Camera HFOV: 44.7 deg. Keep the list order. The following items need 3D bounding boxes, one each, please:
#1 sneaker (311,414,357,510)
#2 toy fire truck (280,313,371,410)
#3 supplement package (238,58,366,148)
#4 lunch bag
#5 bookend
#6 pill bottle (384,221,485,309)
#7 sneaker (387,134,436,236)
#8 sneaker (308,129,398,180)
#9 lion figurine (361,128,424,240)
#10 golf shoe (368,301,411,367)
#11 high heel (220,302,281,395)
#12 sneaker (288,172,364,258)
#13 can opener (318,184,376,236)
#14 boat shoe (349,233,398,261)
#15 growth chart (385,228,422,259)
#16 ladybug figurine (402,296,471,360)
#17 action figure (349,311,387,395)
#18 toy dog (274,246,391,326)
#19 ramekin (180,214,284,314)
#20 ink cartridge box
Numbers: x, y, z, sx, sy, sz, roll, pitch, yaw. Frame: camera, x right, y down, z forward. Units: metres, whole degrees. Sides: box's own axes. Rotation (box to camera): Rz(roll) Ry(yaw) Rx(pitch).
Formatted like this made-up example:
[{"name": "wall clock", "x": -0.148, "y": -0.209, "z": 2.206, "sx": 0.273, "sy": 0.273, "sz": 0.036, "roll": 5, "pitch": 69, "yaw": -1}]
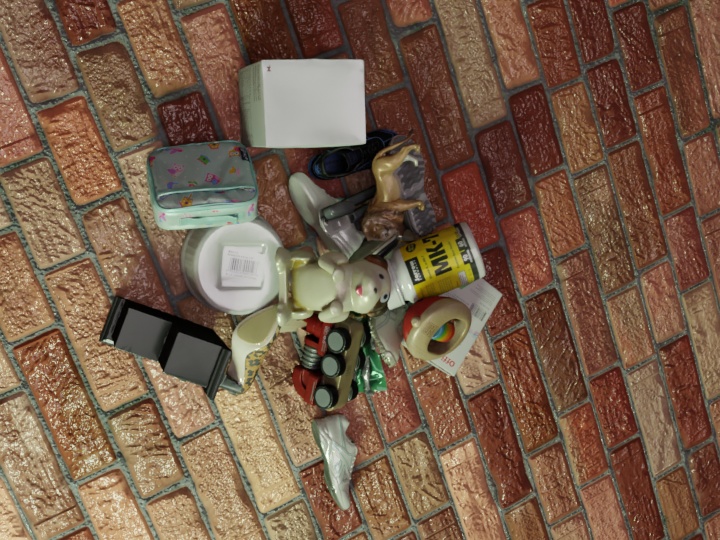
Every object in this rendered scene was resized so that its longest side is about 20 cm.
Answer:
[{"name": "sneaker", "x": -0.039, "y": 0.389, "z": 1.778, "sx": 0.079, "sy": 0.070, "sz": 0.203, "roll": -16, "pitch": 102, "yaw": -20}, {"name": "toy fire truck", "x": -0.104, "y": 0.160, "z": 1.707, "sx": 0.128, "sy": 0.198, "sz": 0.179, "roll": -8, "pitch": 116, "yaw": -56}, {"name": "supplement package", "x": -0.108, "y": -0.299, "z": 1.583, "sx": 0.188, "sy": 0.200, "sz": 0.150, "roll": -5, "pitch": 99, "yaw": -18}, {"name": "lunch bag", "x": -0.277, "y": -0.151, "z": 1.563, "sx": 0.197, "sy": 0.162, "sz": 0.078, "roll": -8, "pitch": 144, "yaw": -15}, {"name": "bookend", "x": -0.350, "y": 0.135, "z": 1.558, "sx": 0.197, "sy": 0.200, "sz": 0.093, "roll": 22, "pitch": 90, "yaw": -22}, {"name": "pill bottle", "x": 0.130, "y": -0.005, "z": 1.675, "sx": 0.197, "sy": 0.114, "sz": 0.116, "roll": -23, "pitch": 105, "yaw": 2}, {"name": "sneaker", "x": 0.085, "y": -0.165, "z": 1.727, "sx": 0.074, "sy": 0.082, "sz": 0.203, "roll": -20, "pitch": 104, "yaw": -27}, {"name": "sneaker", "x": -0.003, "y": -0.222, "z": 1.697, "sx": 0.198, "sy": 0.078, "sz": 0.071, "roll": -24, "pitch": 104, "yaw": -15}, {"name": "lion figurine", "x": 0.055, "y": -0.159, "z": 1.642, "sx": 0.120, "sy": 0.073, "sz": 0.203, "roll": -7, "pitch": 102, "yaw": -4}, {"name": "golf shoe", "x": 0.068, "y": 0.100, "z": 1.701, "sx": 0.096, "sy": 0.201, "sz": 0.079, "roll": -20, "pitch": 127, "yaw": 10}, {"name": "high heel", "x": -0.196, "y": 0.148, "z": 1.660, "sx": 0.071, "sy": 0.143, "sz": 0.201, "roll": 39, "pitch": 87, "yaw": 19}, {"name": "sneaker", "x": -0.062, "y": -0.121, "z": 1.704, "sx": 0.089, "sy": 0.075, "sz": 0.201, "roll": -45, "pitch": 116, "yaw": -22}, {"name": "can opener", "x": -0.011, "y": -0.117, "z": 1.671, "sx": 0.199, "sy": 0.066, "sz": 0.053, "roll": -31, "pitch": 100, "yaw": -52}, {"name": "boat shoe", "x": 0.000, "y": 0.000, "z": 1.736, "sx": 0.200, "sy": 0.072, "sz": 0.068, "roll": -42, "pitch": 116, "yaw": -3}, {"name": "growth chart", "x": 0.098, "y": -0.011, "z": 1.797, "sx": 0.197, "sy": 0.018, "sz": 0.147, "roll": 17, "pitch": 91, "yaw": -21}, {"name": "ladybug figurine", "x": 0.139, "y": 0.102, "z": 1.655, "sx": 0.136, "sy": 0.072, "sz": 0.199, "roll": -50, "pitch": 151, "yaw": 7}, {"name": "action figure", "x": -0.005, "y": 0.152, "z": 1.767, "sx": 0.116, "sy": 0.055, "sz": 0.204, "roll": -6, "pitch": 96, "yaw": -16}, {"name": "toy dog", "x": -0.041, "y": 0.034, "z": 1.598, "sx": 0.197, "sy": 0.194, "sz": 0.142, "roll": 1, "pitch": 85, "yaw": 12}, {"name": "ramekin", "x": -0.231, "y": -0.013, "z": 1.634, "sx": 0.197, "sy": 0.098, "sz": 0.204, "roll": -3, "pitch": 99, "yaw": -19}, {"name": "ink cartridge box", "x": 0.173, "y": 0.091, "z": 1.788, "sx": 0.145, "sy": 0.087, "sz": 0.202, "roll": 33, "pitch": 84, "yaw": -25}]
